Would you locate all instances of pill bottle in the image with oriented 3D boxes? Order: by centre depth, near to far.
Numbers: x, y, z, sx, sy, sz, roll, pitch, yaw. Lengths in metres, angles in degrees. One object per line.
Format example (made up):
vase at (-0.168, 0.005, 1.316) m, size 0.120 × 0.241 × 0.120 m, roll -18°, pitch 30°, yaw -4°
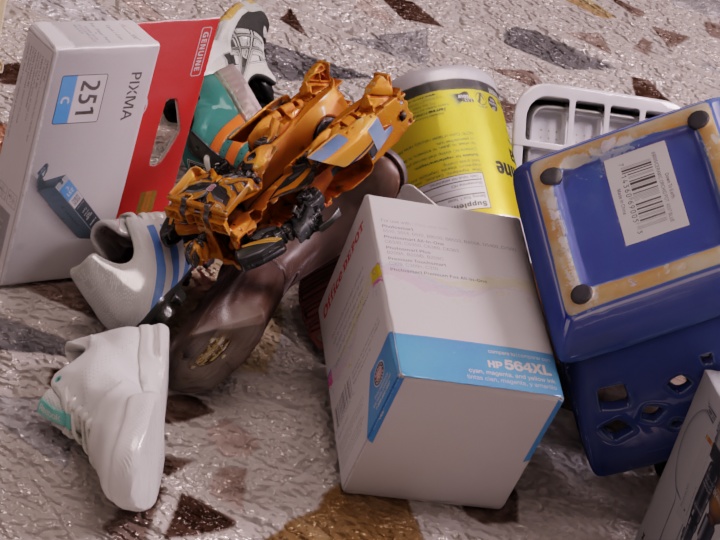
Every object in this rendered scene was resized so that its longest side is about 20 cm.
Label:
pill bottle at (0.077, -0.054, 1.778) m, size 0.112 × 0.112 × 0.202 m, roll 1°, pitch 64°, yaw -29°

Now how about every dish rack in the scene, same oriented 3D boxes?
dish rack at (0.196, -0.049, 1.861) m, size 0.170 × 0.202 × 0.043 m, roll 6°, pitch -8°, yaw -20°

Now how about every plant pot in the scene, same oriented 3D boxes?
plant pot at (0.221, 0.001, 1.584) m, size 0.198 × 0.180 × 0.201 m, roll -18°, pitch 52°, yaw 11°

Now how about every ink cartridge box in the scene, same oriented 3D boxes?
ink cartridge box at (0.051, 0.048, 1.578) m, size 0.124 × 0.129 × 0.201 m, roll 8°, pitch 45°, yaw -17°
ink cartridge box at (-0.188, -0.092, 1.662) m, size 0.175 × 0.201 × 0.045 m, roll -8°, pitch 37°, yaw -40°

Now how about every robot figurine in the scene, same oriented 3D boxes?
robot figurine at (-0.062, -0.075, 1.626) m, size 0.144 × 0.059 × 0.200 m, roll 15°, pitch 48°, yaw 46°

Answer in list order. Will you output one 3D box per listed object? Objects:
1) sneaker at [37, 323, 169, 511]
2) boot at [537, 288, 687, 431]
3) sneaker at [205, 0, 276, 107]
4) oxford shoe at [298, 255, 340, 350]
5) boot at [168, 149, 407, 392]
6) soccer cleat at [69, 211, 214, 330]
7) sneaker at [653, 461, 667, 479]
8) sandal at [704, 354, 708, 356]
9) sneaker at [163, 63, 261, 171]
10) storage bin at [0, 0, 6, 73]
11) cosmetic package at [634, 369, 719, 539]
sneaker at (-0.175, 0.099, 1.481) m, size 0.088 × 0.076 × 0.200 m, roll 2°, pitch 23°, yaw -3°
boot at (0.207, 0.072, 1.748) m, size 0.145 × 0.071 × 0.201 m, roll 12°, pitch 33°, yaw -19°
sneaker at (-0.115, -0.181, 2.031) m, size 0.087 × 0.076 × 0.200 m, roll 34°, pitch 31°, yaw -2°
oxford shoe at (0.000, 0.000, 1.753) m, size 0.075 × 0.070 × 0.201 m, roll 50°, pitch 31°, yaw -34°
boot at (-0.055, 0.000, 1.621) m, size 0.064 × 0.186 × 0.200 m, roll 47°, pitch 24°, yaw -6°
soccer cleat at (-0.156, -0.021, 1.673) m, size 0.086 × 0.070 × 0.200 m, roll 46°, pitch 28°, yaw -8°
sneaker at (0.295, 0.179, 1.599) m, size 0.087 × 0.076 × 0.201 m, roll 16°, pitch 30°, yaw -31°
sandal at (0.256, 0.036, 1.775) m, size 0.076 × 0.043 × 0.200 m, roll 33°, pitch 5°, yaw 26°
sneaker at (-0.103, -0.086, 1.861) m, size 0.079 × 0.072 × 0.201 m, roll -25°, pitch 53°, yaw -9°
storage bin at (-0.434, -0.263, 1.948) m, size 0.197 × 0.094 × 0.200 m, roll -2°, pitch 34°, yaw -32°
cosmetic package at (0.255, 0.185, 1.475) m, size 0.051 × 0.152 × 0.200 m, roll 7°, pitch 29°, yaw -16°
